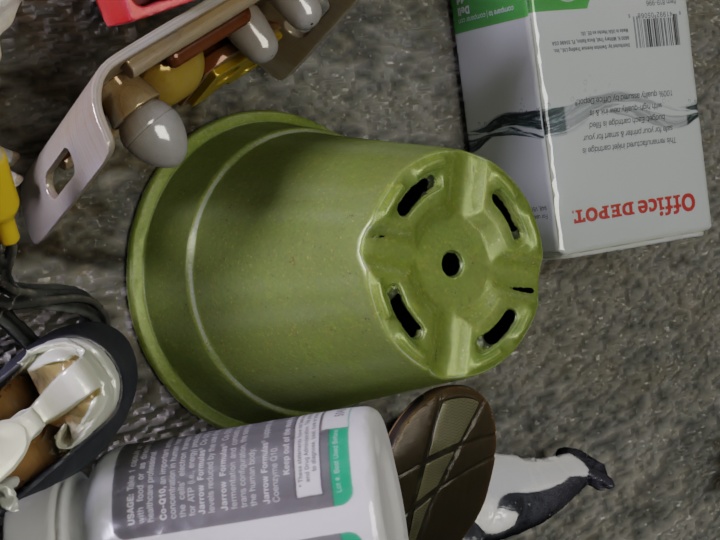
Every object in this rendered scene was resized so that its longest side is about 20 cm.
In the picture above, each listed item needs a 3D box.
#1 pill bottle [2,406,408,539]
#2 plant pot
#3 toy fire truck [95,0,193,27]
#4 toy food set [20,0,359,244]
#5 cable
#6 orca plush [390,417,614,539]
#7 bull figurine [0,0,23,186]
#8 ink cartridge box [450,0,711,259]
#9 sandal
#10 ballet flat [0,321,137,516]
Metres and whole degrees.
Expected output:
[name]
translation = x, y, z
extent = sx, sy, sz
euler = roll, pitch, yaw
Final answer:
[pill bottle]
translation = -0.079, 0.142, 0.965
extent = 0.199, 0.113, 0.113
euler = -10, 95, 6
[plant pot]
translation = 0.000, 0.000, 1.034
extent = 0.200, 0.190, 0.201
euler = 1, 88, -36
[toy fire truck]
translation = -0.084, -0.182, 1.010
extent = 0.200, 0.141, 0.049
euler = -27, 104, -33
[toy food set]
translation = -0.088, -0.095, 0.996
extent = 0.200, 0.143, 0.060
euler = -36, 89, -31
[cable]
translation = -0.188, 0.012, 0.939
extent = 0.097, 0.050, 0.200
euler = -52, 143, -17
[orca plush]
translation = 0.059, 0.146, 1.164
extent = 0.200, 0.071, 0.105
euler = -11, 50, -39
[bull figurine]
translation = -0.236, -0.080, 0.944
extent = 0.200, 0.065, 0.122
euler = -42, 118, -24
[ink cartridge box]
translation = 0.146, -0.112, 1.207
extent = 0.146, 0.083, 0.201
euler = -8, 92, -36
[sandal]
translation = 0.021, 0.157, 1.064
extent = 0.082, 0.055, 0.201
euler = -1, 112, -35
[ballet flat]
translation = -0.167, 0.079, 0.917
extent = 0.200, 0.073, 0.073
euler = -40, 111, -45
